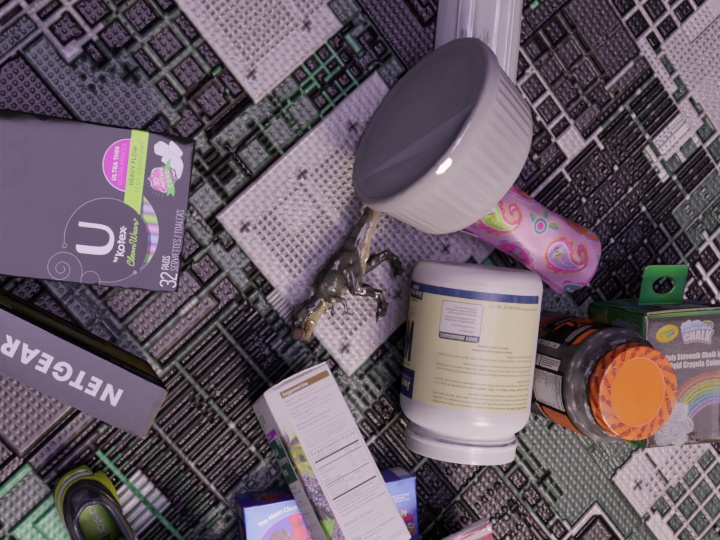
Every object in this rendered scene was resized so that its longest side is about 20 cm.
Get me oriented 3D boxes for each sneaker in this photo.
[{"bbox_3d":[-0.246,0.297,1.002,0.073,0.081,0.202,-32,105,-13],"label":"sneaker"}]

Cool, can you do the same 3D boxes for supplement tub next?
[{"bbox_3d":[0.118,0.096,1.080,0.143,0.145,0.204,5,93,-19],"label":"supplement tub"},{"bbox_3d":[0.250,0.116,1.097,0.121,0.200,0.125,-2,95,-19],"label":"supplement tub"}]

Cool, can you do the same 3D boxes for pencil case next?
[{"bbox_3d":[0.175,-0.050,1.118,0.198,0.087,0.088,29,85,-19],"label":"pencil case"}]

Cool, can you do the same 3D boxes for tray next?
[{"bbox_3d":[0.136,-0.260,1.122,0.106,0.022,0.204,4,93,-18],"label":"tray"}]

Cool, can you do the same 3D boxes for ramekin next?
[{"bbox_3d":[0.089,-0.130,1.029,0.094,0.202,0.204,35,83,-27],"label":"ramekin"}]

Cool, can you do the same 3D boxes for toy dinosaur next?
[{"bbox_3d":[0.000,0.000,1.085,0.087,0.047,0.202,30,81,-12],"label":"toy dinosaur"}]

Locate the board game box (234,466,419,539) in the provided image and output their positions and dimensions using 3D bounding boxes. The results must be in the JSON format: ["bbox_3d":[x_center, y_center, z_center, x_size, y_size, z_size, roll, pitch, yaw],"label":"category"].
[{"bbox_3d":[-0.033,0.303,1.096,0.197,0.045,0.137,-6,96,-19],"label":"board game box"}]

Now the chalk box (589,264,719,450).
[{"bbox_3d":[0.351,0.094,1.173,0.122,0.124,0.204,-1,94,-18],"label":"chalk box"}]

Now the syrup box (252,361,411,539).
[{"bbox_3d":[-0.033,0.206,1.034,0.081,0.079,0.202,-24,81,-22],"label":"syrup box"}]

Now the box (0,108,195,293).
[{"bbox_3d":[-0.269,-0.064,0.942,0.197,0.124,0.151,7,91,-19],"label":"box"}]

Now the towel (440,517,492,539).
[{"bbox_3d":[0.089,0.373,1.117,0.145,0.030,0.202,-21,124,-15],"label":"towel"}]

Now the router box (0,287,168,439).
[{"bbox_3d":[-0.287,0.077,0.931,0.198,0.157,0.053,30,85,-19],"label":"router box"}]
